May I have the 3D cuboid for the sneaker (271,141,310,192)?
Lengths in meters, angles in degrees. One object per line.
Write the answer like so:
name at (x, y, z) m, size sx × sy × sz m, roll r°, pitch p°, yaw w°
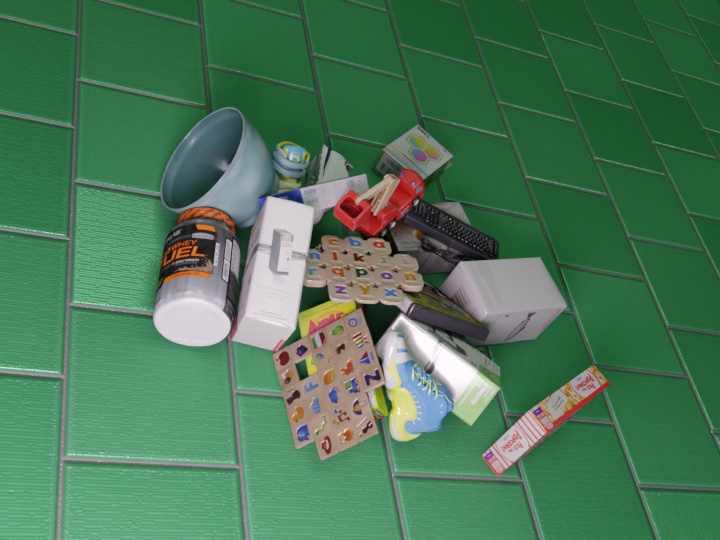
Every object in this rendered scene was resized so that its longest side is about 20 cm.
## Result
sneaker at (-0.133, -0.145, 1.605) m, size 0.079 × 0.131 × 0.201 m, roll 7°, pitch 50°, yaw -27°

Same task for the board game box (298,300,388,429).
board game box at (-0.030, 0.145, 1.423) m, size 0.048 × 0.101 × 0.201 m, roll 47°, pitch 25°, yaw -56°

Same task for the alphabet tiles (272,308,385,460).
alphabet tiles at (-0.042, 0.177, 1.376) m, size 0.008 × 0.166 × 0.201 m, roll 42°, pitch 24°, yaw -54°

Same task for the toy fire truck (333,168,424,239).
toy fire truck at (0.038, -0.123, 1.581) m, size 0.049 × 0.141 × 0.200 m, roll 39°, pitch 66°, yaw 19°

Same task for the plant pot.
plant pot at (-0.221, -0.155, 1.537) m, size 0.134 × 0.200 × 0.201 m, roll 36°, pitch 36°, yaw -38°

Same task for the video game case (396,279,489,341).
video game case at (0.102, 0.047, 1.549) m, size 0.199 × 0.026 × 0.181 m, roll 21°, pitch 14°, yaw -42°

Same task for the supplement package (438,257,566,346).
supplement package at (0.256, 0.058, 1.674) m, size 0.199 × 0.117 × 0.118 m, roll -4°, pitch 55°, yaw -32°

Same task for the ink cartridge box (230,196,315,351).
ink cartridge box at (-0.137, 0.006, 1.416) m, size 0.084 × 0.146 × 0.202 m, roll 15°, pitch 67°, yaw -12°

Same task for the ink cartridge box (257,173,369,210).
ink cartridge box at (-0.075, -0.125, 1.540) m, size 0.200 × 0.093 × 0.045 m, roll -21°, pitch 100°, yaw -56°

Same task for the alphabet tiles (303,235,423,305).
alphabet tiles at (0.000, 0.000, 1.472) m, size 0.198 × 0.015 × 0.196 m, roll 3°, pitch 32°, yaw -10°

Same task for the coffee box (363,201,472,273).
coffee box at (0.115, -0.062, 1.719) m, size 0.199 × 0.080 × 0.115 m, roll -3°, pitch 55°, yaw -33°

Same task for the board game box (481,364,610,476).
board game box at (0.309, 0.248, 1.515) m, size 0.199 × 0.152 × 0.046 m, roll -24°, pitch 67°, yaw -41°

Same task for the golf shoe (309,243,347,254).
golf shoe at (-0.090, -0.015, 1.551) m, size 0.199 × 0.088 × 0.078 m, roll -8°, pitch 59°, yaw -34°

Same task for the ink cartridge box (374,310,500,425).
ink cartridge box at (0.129, 0.148, 1.501) m, size 0.199 × 0.084 × 0.145 m, roll 37°, pitch 11°, yaw 2°

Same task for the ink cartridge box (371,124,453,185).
ink cartridge box at (0.123, -0.236, 1.890) m, size 0.104 × 0.059 × 0.200 m, roll 42°, pitch 44°, yaw 8°

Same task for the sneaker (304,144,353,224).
sneaker at (-0.060, -0.155, 1.705) m, size 0.080 × 0.076 × 0.201 m, roll 30°, pitch 44°, yaw -18°

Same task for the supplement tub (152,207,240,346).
supplement tub at (-0.250, 0.006, 1.409) m, size 0.122 × 0.123 × 0.201 m, roll 16°, pitch 46°, yaw -19°

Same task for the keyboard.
keyboard at (0.169, -0.059, 1.678) m, size 0.199 × 0.021 × 0.128 m, roll 26°, pitch 46°, yaw -11°

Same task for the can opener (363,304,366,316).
can opener at (-0.011, 0.083, 1.518) m, size 0.078 × 0.063 × 0.201 m, roll 21°, pitch 53°, yaw -13°

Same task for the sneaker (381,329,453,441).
sneaker at (0.088, 0.172, 1.394) m, size 0.104 × 0.201 × 0.076 m, roll -6°, pitch 33°, yaw 0°
